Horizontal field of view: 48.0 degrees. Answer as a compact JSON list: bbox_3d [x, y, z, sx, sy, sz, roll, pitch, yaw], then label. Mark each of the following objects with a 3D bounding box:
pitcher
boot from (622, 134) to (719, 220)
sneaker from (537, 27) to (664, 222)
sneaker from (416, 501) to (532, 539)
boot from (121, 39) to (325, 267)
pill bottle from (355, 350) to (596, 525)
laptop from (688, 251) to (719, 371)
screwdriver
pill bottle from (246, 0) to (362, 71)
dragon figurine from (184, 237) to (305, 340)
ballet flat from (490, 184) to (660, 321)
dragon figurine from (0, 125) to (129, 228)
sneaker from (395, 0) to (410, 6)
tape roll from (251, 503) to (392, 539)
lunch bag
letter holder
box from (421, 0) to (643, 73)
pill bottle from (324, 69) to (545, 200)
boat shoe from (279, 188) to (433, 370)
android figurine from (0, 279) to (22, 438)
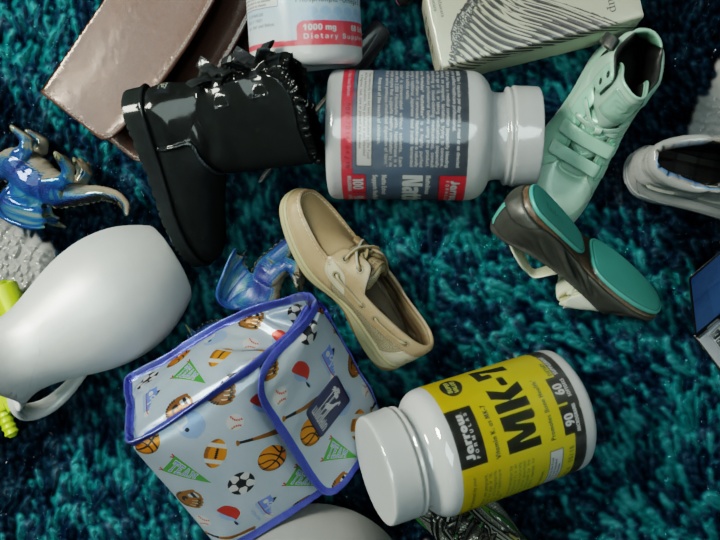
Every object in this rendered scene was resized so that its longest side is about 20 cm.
[{"bbox_3d":[-0.263,0.057,0.775,0.198,0.173,0.122,-34,68,-22],"label":"pitcher"},{"bbox_3d":[0.353,-0.082,0.758,0.195,0.096,0.075,6,90,3],"label":"boot"},{"bbox_3d":[0.213,-0.131,0.754,0.072,0.118,0.204,24,92,1],"label":"sneaker"},{"bbox_3d":[0.117,0.252,0.772,0.199,0.085,0.078,41,91,3],"label":"sneaker"},{"bbox_3d":[-0.111,-0.100,0.736,0.159,0.074,0.201,-11,123,8],"label":"boot"},{"bbox_3d":[0.101,0.151,0.730,0.196,0.114,0.117,-14,89,-18],"label":"pill bottle"},{"bbox_3d":[0.414,0.027,0.745,0.186,0.116,0.201,-38,88,2],"label":"laptop"},{"bbox_3d":[-0.041,-0.169,0.813,0.200,0.028,0.029,-47,58,3],"label":"screwdriver"},{"bbox_3d":[-0.055,-0.290,0.742,0.106,0.109,0.205,-3,100,2],"label":"pill bottle"},{"bbox_3d":[-0.108,0.013,0.796,0.097,0.059,0.205,16,90,3],"label":"dragon figurine"},{"bbox_3d":[0.201,-0.008,0.774,0.199,0.069,0.068,38,131,-19],"label":"ballet flat"},{"bbox_3d":[-0.319,-0.074,0.801,0.197,0.059,0.101,29,95,2],"label":"dragon figurine"},{"bbox_3d":[0.064,-0.305,0.790,0.195,0.079,0.098,9,96,10],"label":"sneaker"},{"bbox_3d":[-0.042,0.337,0.731,0.197,0.139,0.208,0,101,-2],"label":"tape roll"},{"bbox_3d":[-0.089,0.133,0.739,0.197,0.124,0.172,-30,122,-3],"label":"lunch bag"},{"bbox_3d":[-0.179,-0.203,0.782,0.141,0.101,0.202,36,91,0],"label":"letter holder"},{"bbox_3d":[0.162,-0.248,0.782,0.195,0.068,0.084,-15,88,3],"label":"box"},{"bbox_3d":[0.068,-0.126,0.759,0.195,0.120,0.123,1,90,3],"label":"pill bottle"},{"bbox_3d":[0.000,0.000,0.773,0.064,0.071,0.201,-28,102,44],"label":"boat shoe"},{"bbox_3d":[-0.410,0.086,0.820,0.179,0.041,0.204,-24,87,2],"label":"android figurine"}]
